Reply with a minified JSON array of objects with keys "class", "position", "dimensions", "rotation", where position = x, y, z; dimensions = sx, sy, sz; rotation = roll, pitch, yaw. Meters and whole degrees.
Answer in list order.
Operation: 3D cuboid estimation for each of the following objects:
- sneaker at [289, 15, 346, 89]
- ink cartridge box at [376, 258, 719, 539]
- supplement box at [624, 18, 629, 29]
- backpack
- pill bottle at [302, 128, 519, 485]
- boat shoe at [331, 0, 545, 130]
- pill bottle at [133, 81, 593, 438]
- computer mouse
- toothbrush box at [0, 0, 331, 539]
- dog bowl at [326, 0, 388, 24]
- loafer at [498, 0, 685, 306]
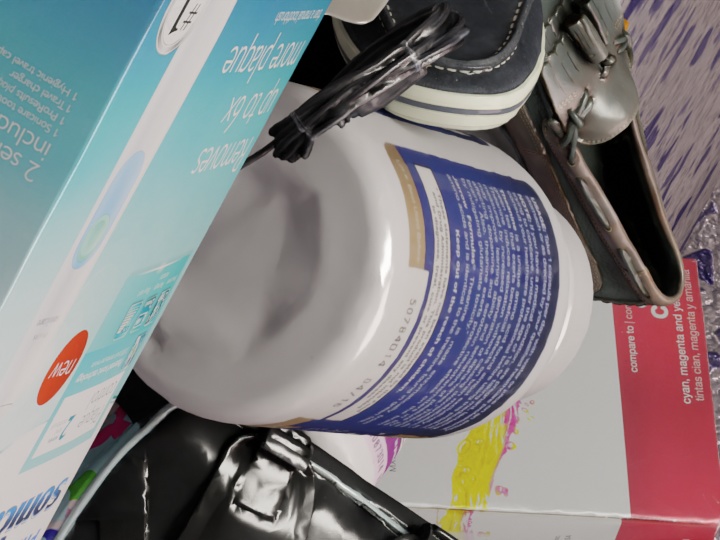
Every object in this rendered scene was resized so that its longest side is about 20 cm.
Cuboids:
[{"class":"sneaker","position":[0.015,-0.096,1.055],"dimensions":[0.200,0.076,0.088],"rotation":[-55,165,-27]},{"class":"ink cartridge box","position":[0.047,0.083,1.277],"dimensions":[0.145,0.199,0.145],"rotation":[107,-16,-56]},{"class":"supplement box","position":[0.046,-0.041,1.386],"dimensions":[0.126,0.073,0.200],"rotation":[-46,164,-57]},{"class":"backpack","position":[-0.072,0.148,1.015],"dimensions":[0.200,0.177,0.150],"rotation":[-57,-159,-5]},{"class":"pill bottle","position":[0.000,0.000,1.144],"dimensions":[0.200,0.112,0.112],"rotation":[-53,169,-31]},{"class":"boat shoe","position":[0.032,-0.122,0.961],"dimensions":[0.200,0.074,0.062],"rotation":[-81,-179,-48]},{"class":"pill bottle","position":[0.005,0.001,0.959],"dimensions":[0.111,0.111,0.200],"rotation":[-61,154,9]},{"class":"computer mouse","position":[-0.046,-0.014,0.849],"dimensions":[0.200,0.034,0.059],"rotation":[-35,-172,11]},{"class":"toothbrush box","position":[-0.094,-0.017,0.666],"dimensions":[0.200,0.085,0.146],"rotation":[-60,171,10]},{"class":"dog bowl","position":[-0.006,-0.144,0.821],"dimensions":[0.200,0.059,0.200],"rotation":[-57,171,-14]},{"class":"loafer","position":[0.091,-0.061,1.086],"dimensions":[0.072,0.063,0.200],"rotation":[-53,147,-28]}]
